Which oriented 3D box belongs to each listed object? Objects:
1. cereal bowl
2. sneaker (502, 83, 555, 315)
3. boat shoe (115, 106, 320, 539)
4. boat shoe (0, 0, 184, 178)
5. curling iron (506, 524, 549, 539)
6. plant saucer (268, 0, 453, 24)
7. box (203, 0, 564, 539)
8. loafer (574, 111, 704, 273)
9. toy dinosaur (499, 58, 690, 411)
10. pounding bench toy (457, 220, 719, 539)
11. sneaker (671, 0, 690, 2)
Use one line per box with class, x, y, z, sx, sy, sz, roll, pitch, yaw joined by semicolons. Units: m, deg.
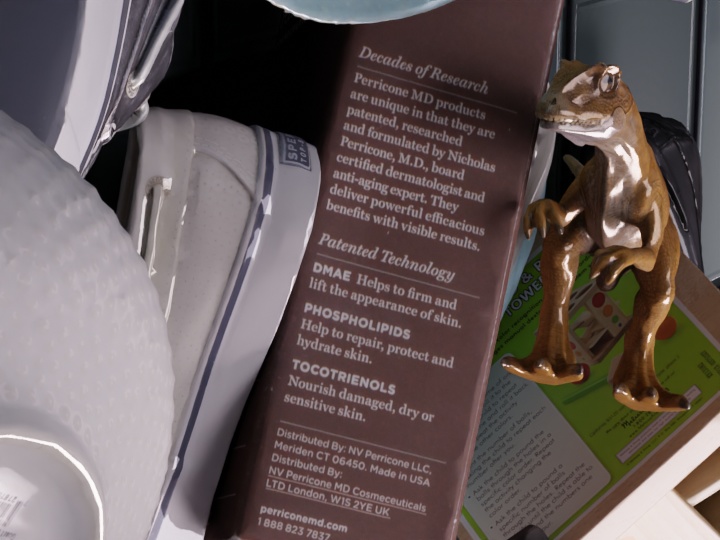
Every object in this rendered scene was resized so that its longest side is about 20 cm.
cereal bowl;-0.123;0.057;0.608;0.200;0.083;0.201;-25;133;-29
sneaker;0.018;0.022;0.901;0.200;0.074;0.082;-60;168;-9
boat shoe;-0.077;0.045;0.762;0.070;0.071;0.201;16;105;-17
boat shoe;-0.085;-0.064;0.717;0.068;0.072;0.201;41;57;-53
curling iron;-0.021;0.139;0.821;0.200;0.026;0.050;-28;115;-13
plant saucer;0.024;-0.165;0.710;0.201;0.039;0.201;-30;144;-25
box;0.000;0.000;0.805;0.075;0.100;0.201;17;77;-15
loafer;0.114;0.035;1.050;0.070;0.068;0.201;-27;115;-68
toy dinosaur;0.084;-0.010;0.817;0.200;0.060;0.107;72;28;-76
pounding bench toy;0.084;0.102;0.947;0.200;0.124;0.156;-43;132;4
sneaker;0.092;-0.177;0.937;0.202;0.077;0.147;-15;122;-67
